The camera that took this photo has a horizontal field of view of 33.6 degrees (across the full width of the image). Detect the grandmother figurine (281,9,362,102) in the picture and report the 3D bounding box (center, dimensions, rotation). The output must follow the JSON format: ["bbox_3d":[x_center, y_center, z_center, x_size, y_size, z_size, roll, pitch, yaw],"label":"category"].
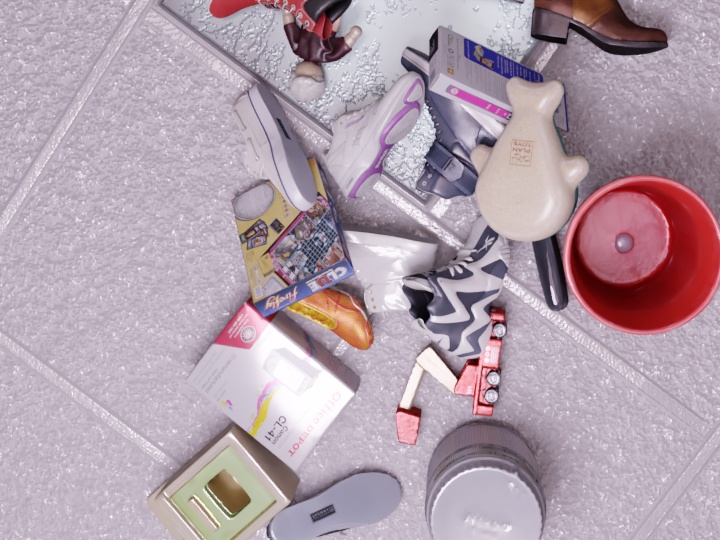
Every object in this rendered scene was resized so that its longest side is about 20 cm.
[{"bbox_3d":[-0.052,-0.324,1.592,0.120,0.060,0.203,22,103,30],"label":"grandmother figurine"}]

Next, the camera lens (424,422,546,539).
[{"bbox_3d":[0.165,0.301,1.584,0.157,0.200,0.163,1,98,5],"label":"camera lens"}]

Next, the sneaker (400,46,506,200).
[{"bbox_3d":[0.097,-0.186,1.586,0.202,0.077,0.147,44,107,8],"label":"sneaker"}]

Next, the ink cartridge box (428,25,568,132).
[{"bbox_3d":[0.179,-0.240,1.547,0.197,0.096,0.037,19,138,-18],"label":"ink cartridge box"}]

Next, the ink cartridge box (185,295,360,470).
[{"bbox_3d":[-0.119,0.152,1.647,0.199,0.086,0.148,39,99,0],"label":"ink cartridge box"}]

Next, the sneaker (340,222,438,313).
[{"bbox_3d":[0.000,0.000,1.622,0.196,0.074,0.118,11,102,8],"label":"sneaker"}]

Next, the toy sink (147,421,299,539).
[{"bbox_3d":[-0.203,0.323,1.663,0.199,0.112,0.131,-40,93,9],"label":"toy sink"}]

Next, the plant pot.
[{"bbox_3d":[0.350,-0.030,1.532,0.196,0.177,0.204,0,98,3],"label":"plant pot"}]

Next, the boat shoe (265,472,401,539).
[{"bbox_3d":[-0.039,0.340,1.673,0.197,0.068,0.075,-23,85,-17],"label":"boat shoe"}]

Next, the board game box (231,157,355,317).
[{"bbox_3d":[-0.092,-0.047,1.573,0.134,0.202,0.035,-25,136,9],"label":"board game box"}]

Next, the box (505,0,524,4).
[{"bbox_3d":[0.157,-0.465,1.558,0.157,0.044,0.204,12,99,4],"label":"box"}]

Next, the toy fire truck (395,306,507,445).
[{"bbox_3d":[0.124,0.142,1.642,0.138,0.049,0.204,7,97,6],"label":"toy fire truck"}]

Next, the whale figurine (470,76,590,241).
[{"bbox_3d":[0.218,-0.140,1.504,0.157,0.103,0.204,7,100,27],"label":"whale figurine"}]

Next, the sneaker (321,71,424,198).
[{"bbox_3d":[0.009,-0.191,1.568,0.100,0.074,0.201,50,126,20],"label":"sneaker"}]

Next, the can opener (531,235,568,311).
[{"bbox_3d":[0.243,-0.044,1.599,0.078,0.063,0.203,-18,91,31],"label":"can opener"}]

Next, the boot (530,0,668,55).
[{"bbox_3d":[0.325,-0.391,1.558,0.185,0.068,0.204,11,92,11],"label":"boot"}]

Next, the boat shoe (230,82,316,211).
[{"bbox_3d":[-0.122,-0.153,1.587,0.069,0.071,0.202,-34,66,19],"label":"boat shoe"}]

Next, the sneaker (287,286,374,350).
[{"bbox_3d":[-0.065,0.044,1.624,0.199,0.077,0.073,41,144,5],"label":"sneaker"}]

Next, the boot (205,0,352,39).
[{"bbox_3d":[-0.108,-0.347,1.554,0.198,0.072,0.146,-26,79,25],"label":"boot"}]

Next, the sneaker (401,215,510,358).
[{"bbox_3d":[0.117,0.003,1.565,0.128,0.079,0.202,22,76,-25],"label":"sneaker"}]
